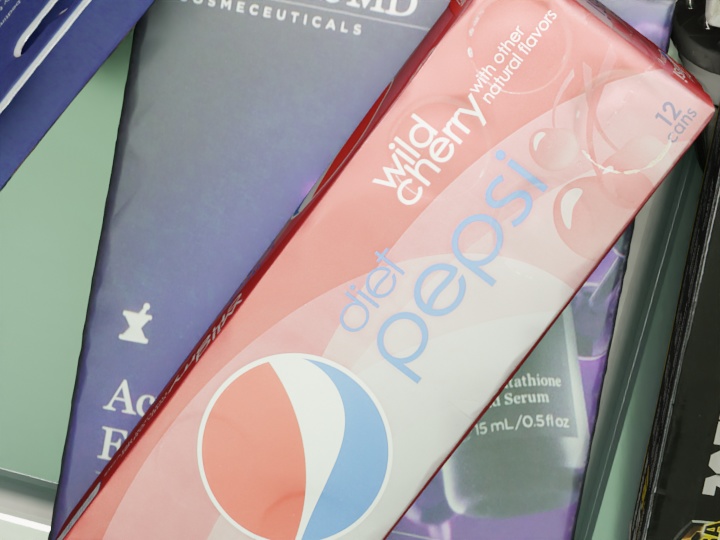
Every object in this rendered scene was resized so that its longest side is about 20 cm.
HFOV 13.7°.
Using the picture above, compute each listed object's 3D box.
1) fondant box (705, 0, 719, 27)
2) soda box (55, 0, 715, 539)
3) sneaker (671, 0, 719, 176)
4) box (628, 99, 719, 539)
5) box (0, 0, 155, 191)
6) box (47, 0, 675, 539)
[{"bbox_3d":[0.172,-0.153,0.798,0.143,0.058,0.201,8,62,1],"label":"fondant box"},{"bbox_3d":[0.005,0.014,0.775,0.070,0.063,0.200,36,99,-3],"label":"soda box"},{"bbox_3d":[0.184,-0.052,0.866,0.199,0.067,0.091,-11,125,-11],"label":"sneaker"},{"bbox_3d":[0.166,0.026,0.837,0.159,0.049,0.201,8,131,3],"label":"box"},{"bbox_3d":[-0.083,-0.094,0.802,0.032,0.200,0.121,36,99,-26],"label":"box"},{"bbox_3d":[0.000,0.000,0.858,0.147,0.104,0.201,9,99,1],"label":"box"}]
